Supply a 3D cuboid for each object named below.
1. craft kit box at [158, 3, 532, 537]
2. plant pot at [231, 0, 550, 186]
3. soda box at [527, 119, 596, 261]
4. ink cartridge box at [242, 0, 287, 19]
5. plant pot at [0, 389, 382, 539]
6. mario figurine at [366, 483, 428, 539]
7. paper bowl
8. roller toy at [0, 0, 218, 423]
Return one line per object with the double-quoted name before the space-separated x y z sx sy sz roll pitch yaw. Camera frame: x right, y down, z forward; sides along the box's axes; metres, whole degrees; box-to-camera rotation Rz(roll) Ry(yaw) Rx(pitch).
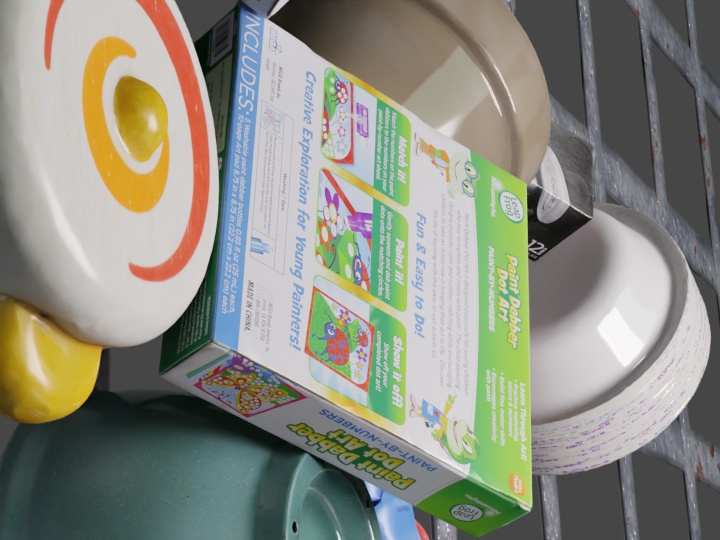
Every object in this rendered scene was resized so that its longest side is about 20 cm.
"craft kit box" 0.000 0.000 1.001 0.197 0.048 0.201 28 46 -29
"plant pot" -0.017 -0.061 1.162 0.174 0.199 0.201 -52 131 -42
"soda box" 0.061 -0.088 1.382 0.199 0.063 0.071 29 46 -23
"ink cartridge box" -0.087 -0.226 1.067 0.200 0.043 0.198 36 29 -1
"plant pot" -0.067 0.147 0.987 0.200 0.134 0.201 -9 90 -69
"mario figurine" -0.004 0.175 1.252 0.123 0.106 0.201 -12 80 -33
"paper bowl" 0.133 0.034 1.452 0.105 0.200 0.201 59 30 -44
"roller toy" -0.144 -0.051 0.867 0.200 0.139 0.183 -62 137 -56
